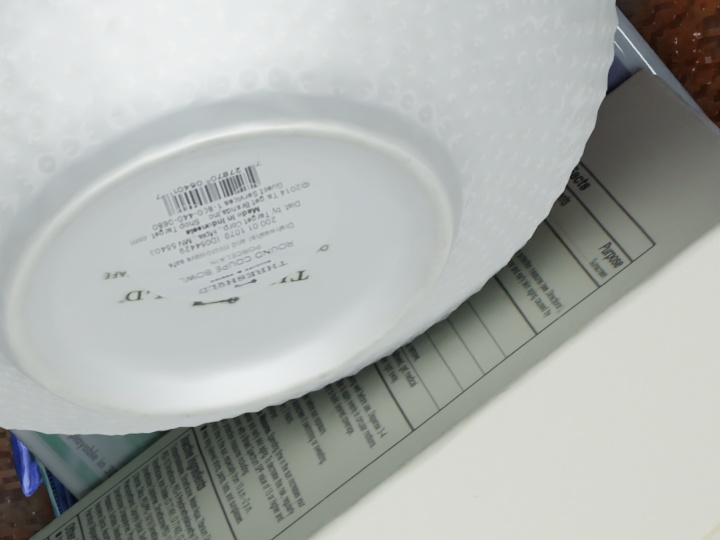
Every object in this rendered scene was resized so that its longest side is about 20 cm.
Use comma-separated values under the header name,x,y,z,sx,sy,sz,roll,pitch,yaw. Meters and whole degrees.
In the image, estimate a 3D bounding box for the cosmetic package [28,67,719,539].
name,x,y,z,sx,sy,sz,roll,pitch,yaw
cosmetic package,0.021,0.050,0.685,0.200,0.105,0.071,-37,112,4

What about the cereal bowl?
name,x,y,z,sx,sy,sz,roll,pitch,yaw
cereal bowl,-0.037,-0.029,0.609,0.199,0.084,0.200,-12,145,-9

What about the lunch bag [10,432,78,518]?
name,x,y,z,sx,sy,sz,roll,pitch,yaw
lunch bag,-0.027,-0.008,0.779,0.160,0.082,0.201,-15,109,-4

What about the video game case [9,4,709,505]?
name,x,y,z,sx,sy,sz,roll,pitch,yaw
video game case,0.000,0.000,0.731,0.182,0.023,0.200,-41,109,4
